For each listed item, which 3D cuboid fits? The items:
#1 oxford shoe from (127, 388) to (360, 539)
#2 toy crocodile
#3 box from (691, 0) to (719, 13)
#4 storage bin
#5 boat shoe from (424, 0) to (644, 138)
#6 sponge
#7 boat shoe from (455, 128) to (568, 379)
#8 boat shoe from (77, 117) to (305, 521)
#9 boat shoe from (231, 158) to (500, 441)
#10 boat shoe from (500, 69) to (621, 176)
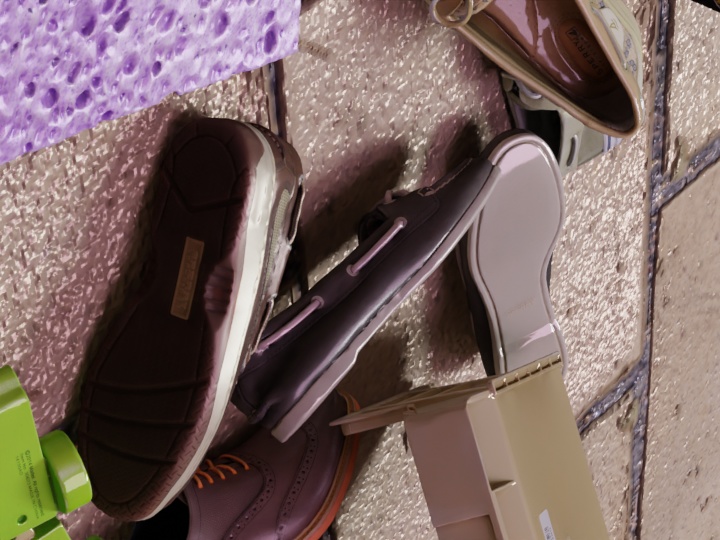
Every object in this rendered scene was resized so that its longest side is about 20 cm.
[{"bbox_3d":[-0.068,0.124,1.081,0.200,0.071,0.073,-53,126,-32],"label":"oxford shoe"},{"bbox_3d":[-0.160,0.124,0.965,0.067,0.062,0.201,-29,133,-19],"label":"toy crocodile"},{"bbox_3d":[0.209,-0.189,1.090,0.110,0.200,0.035,-46,145,-21],"label":"box"},{"bbox_3d":[0.075,0.160,1.129,0.198,0.093,0.201,-10,84,-71],"label":"storage bin"},{"bbox_3d":[0.079,-0.140,1.018,0.200,0.063,0.073,33,121,-33],"label":"boat shoe"},{"bbox_3d":[-0.101,-0.121,0.876,0.200,0.030,0.112,-27,135,-41],"label":"sponge"},{"bbox_3d":[0.084,-0.007,1.212,0.067,0.057,0.201,-21,131,-15],"label":"boat shoe"},{"bbox_3d":[-0.073,0.027,0.993,0.075,0.074,0.203,-1,116,-60],"label":"boat shoe"},{"bbox_3d":[0.000,0.000,1.074,0.200,0.057,0.067,-50,-178,-24],"label":"boat shoe"},{"bbox_3d":[0.110,-0.115,1.136,0.062,0.072,0.200,-46,147,-11],"label":"boat shoe"}]
